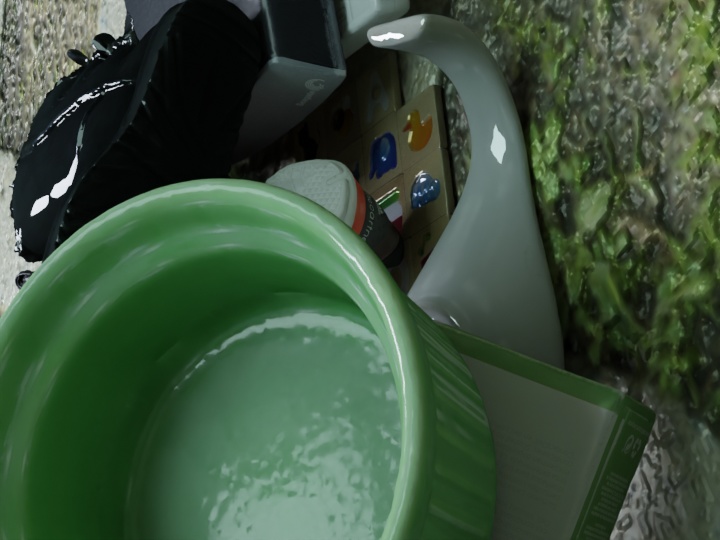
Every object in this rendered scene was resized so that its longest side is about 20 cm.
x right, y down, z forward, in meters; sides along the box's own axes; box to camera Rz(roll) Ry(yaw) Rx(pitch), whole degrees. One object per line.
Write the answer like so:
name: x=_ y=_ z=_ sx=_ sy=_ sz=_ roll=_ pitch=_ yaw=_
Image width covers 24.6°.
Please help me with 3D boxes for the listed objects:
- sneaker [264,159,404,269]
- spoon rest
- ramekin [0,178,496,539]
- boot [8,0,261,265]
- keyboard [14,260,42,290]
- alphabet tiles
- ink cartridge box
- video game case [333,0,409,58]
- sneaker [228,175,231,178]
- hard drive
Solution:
sneaker: x=-0.058 y=0.032 z=0.802 sx=0.199 sy=0.082 sz=0.077 roll=-36 pitch=48 yaw=21
spoon rest: x=0.047 y=-0.010 z=0.723 sx=0.099 sy=0.060 sz=0.202 roll=-3 pitch=95 yaw=51
ramekin: x=-0.046 y=0.077 z=0.611 sx=0.198 sy=0.098 sz=0.202 roll=-10 pitch=68 yaw=26
boot: x=-0.129 y=-0.038 z=0.812 sx=0.162 sy=0.073 sz=0.200 roll=-18 pitch=48 yaw=53
keyboard: x=-0.167 y=0.052 z=0.935 sx=0.200 sy=0.020 sz=0.128 roll=3 pitch=113 yaw=71
alphabet tiles: x=0.000 y=0.000 z=0.836 sx=0.166 sy=0.006 sz=0.202 roll=-32 pitch=58 yaw=52
ink cartridge box: x=0.012 y=0.120 z=0.649 sx=0.145 sy=0.048 sz=0.202 roll=20 pitch=85 yaw=31
video game case: x=-0.042 y=-0.191 z=0.874 sx=0.200 sy=0.023 sz=0.184 roll=-25 pitch=74 yaw=62
sneaker: x=-0.117 y=-0.011 z=0.925 sx=0.200 sy=0.074 sz=0.087 roll=-5 pitch=49 yaw=59
hard drive: x=-0.075 y=-0.131 z=0.878 sx=0.200 sy=0.042 sz=0.136 roll=-23 pitch=76 yaw=62
